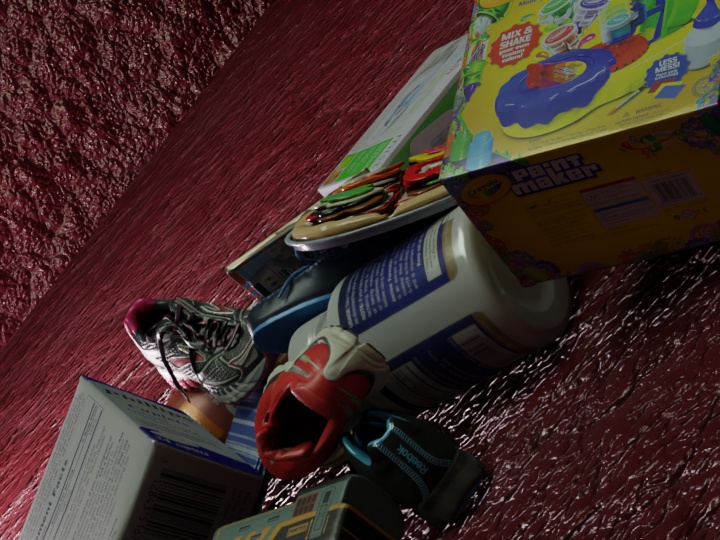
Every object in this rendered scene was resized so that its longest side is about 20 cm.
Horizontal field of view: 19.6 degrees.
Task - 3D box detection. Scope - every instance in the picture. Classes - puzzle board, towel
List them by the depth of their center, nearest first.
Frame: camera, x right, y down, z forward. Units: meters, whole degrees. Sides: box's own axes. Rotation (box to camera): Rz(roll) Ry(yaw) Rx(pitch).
[{"bbox_3d":[-0.098,0.183,1.689,0.145,0.024,0.200,175,113,-74],"label":"towel"},{"bbox_3d":[-0.022,-0.009,1.850,0.151,0.017,0.200,-35,-25,4],"label":"puzzle board"}]

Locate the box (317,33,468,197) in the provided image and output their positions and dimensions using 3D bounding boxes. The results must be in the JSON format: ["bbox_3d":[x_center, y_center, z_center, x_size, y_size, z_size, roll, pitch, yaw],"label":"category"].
[{"bbox_3d":[0.079,-0.126,1.996,0.200,0.097,0.176,-51,11,-15],"label":"box"}]

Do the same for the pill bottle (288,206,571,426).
[{"bbox_3d":[0.046,0.039,1.544,0.200,0.120,0.120,-31,21,34],"label":"pill bottle"}]

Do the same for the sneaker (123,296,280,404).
[{"bbox_3d":[-0.131,0.061,1.738,0.200,0.075,0.081,-4,48,54],"label":"sneaker"}]

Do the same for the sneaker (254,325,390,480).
[{"bbox_3d":[-0.048,0.108,1.503,0.085,0.077,0.200,-49,-7,-31],"label":"sneaker"}]

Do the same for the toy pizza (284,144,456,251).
[{"bbox_3d":[0.033,-0.065,1.587,0.200,0.032,0.200,-20,10,4],"label":"toy pizza"}]

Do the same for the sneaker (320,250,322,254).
[{"bbox_3d":[-0.005,0.003,1.788,0.084,0.075,0.200,-20,-37,-39],"label":"sneaker"}]

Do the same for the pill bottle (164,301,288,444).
[{"bbox_3d":[-0.113,0.135,1.821,0.200,0.112,0.112,-50,14,-7],"label":"pill bottle"}]

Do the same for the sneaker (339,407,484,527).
[{"bbox_3d":[0.024,0.125,1.484,0.073,0.082,0.200,-53,13,-10],"label":"sneaker"}]

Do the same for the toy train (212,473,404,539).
[{"bbox_3d":[-0.054,0.213,1.435,0.200,0.085,0.114,-25,34,44],"label":"toy train"}]

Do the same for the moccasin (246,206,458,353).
[{"bbox_3d":[0.000,0.000,1.645,0.200,0.068,0.080,-24,-30,-2],"label":"moccasin"}]

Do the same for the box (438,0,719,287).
[{"bbox_3d":[0.179,-0.117,1.388,0.200,0.122,0.193,-15,45,30],"label":"box"}]

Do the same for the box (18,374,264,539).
[{"bbox_3d":[-0.184,0.205,1.661,0.200,0.105,0.184,28,97,63],"label":"box"}]

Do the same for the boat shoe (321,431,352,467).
[{"bbox_3d":[0.027,0.080,1.666,0.073,0.063,0.201,30,79,32],"label":"boat shoe"}]
